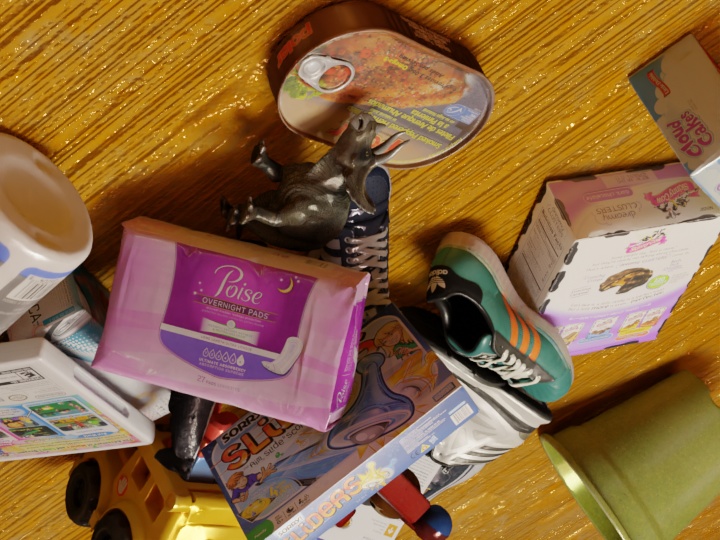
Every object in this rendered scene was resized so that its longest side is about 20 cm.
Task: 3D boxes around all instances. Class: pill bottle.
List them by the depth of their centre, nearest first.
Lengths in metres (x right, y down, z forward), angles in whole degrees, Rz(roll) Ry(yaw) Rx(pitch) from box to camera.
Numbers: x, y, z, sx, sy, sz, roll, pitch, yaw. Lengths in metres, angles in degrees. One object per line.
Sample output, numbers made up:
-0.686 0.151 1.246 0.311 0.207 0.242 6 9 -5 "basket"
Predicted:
-0.293 0.005 1.087 0.200 0.114 0.113 -38 145 22 "pill bottle"

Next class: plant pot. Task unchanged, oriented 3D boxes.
0.334 0.216 1.754 0.184 0.201 0.201 -36 148 -3 "plant pot"

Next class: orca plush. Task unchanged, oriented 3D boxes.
-0.140 0.063 1.266 0.071 0.105 0.201 20 103 -5 "orca plush"

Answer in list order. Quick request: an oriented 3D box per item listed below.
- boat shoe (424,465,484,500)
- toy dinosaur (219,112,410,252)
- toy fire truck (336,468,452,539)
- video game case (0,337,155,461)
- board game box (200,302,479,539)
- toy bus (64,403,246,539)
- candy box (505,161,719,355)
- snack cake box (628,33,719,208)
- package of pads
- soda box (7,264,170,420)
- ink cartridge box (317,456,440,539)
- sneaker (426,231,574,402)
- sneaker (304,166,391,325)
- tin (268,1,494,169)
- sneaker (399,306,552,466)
0.060 0.206 1.644 0.090 0.071 0.200 3 141 -42 "boat shoe"
-0.048 -0.044 1.172 0.101 0.078 0.200 15 147 -18 "toy dinosaur"
0.005 0.172 1.353 0.112 0.168 0.200 -44 130 -7 "toy fire truck"
-0.295 0.110 1.252 0.198 0.024 0.182 -9 151 20 "video game case"
-0.019 0.126 1.209 0.200 0.135 0.035 -38 126 -2 "board game box"
-0.165 0.183 1.383 0.135 0.200 0.193 9 117 -33 "toy bus"
0.228 -0.005 1.449 0.166 0.072 0.201 -9 145 -22 "candy box"
0.317 -0.104 1.323 0.067 0.116 0.200 -34 146 18 "snack cake box"
-0.097 0.038 1.169 0.198 0.122 0.076 14 -174 11 "package of pads"
-0.219 0.064 1.268 0.068 0.064 0.200 -26 148 4 "soda box"
0.001 0.168 1.489 0.196 0.043 0.201 28 97 -43 "ink cartridge box"
0.120 0.062 1.393 0.071 0.080 0.200 -14 126 43 "sneaker"
0.000 0.000 1.273 0.070 0.109 0.201 -10 145 -21 "sneaker"
0.016 -0.136 1.155 0.199 0.042 0.112 17 125 -46 "tin"
0.077 0.123 1.444 0.200 0.076 0.115 35 109 -27 "sneaker"
